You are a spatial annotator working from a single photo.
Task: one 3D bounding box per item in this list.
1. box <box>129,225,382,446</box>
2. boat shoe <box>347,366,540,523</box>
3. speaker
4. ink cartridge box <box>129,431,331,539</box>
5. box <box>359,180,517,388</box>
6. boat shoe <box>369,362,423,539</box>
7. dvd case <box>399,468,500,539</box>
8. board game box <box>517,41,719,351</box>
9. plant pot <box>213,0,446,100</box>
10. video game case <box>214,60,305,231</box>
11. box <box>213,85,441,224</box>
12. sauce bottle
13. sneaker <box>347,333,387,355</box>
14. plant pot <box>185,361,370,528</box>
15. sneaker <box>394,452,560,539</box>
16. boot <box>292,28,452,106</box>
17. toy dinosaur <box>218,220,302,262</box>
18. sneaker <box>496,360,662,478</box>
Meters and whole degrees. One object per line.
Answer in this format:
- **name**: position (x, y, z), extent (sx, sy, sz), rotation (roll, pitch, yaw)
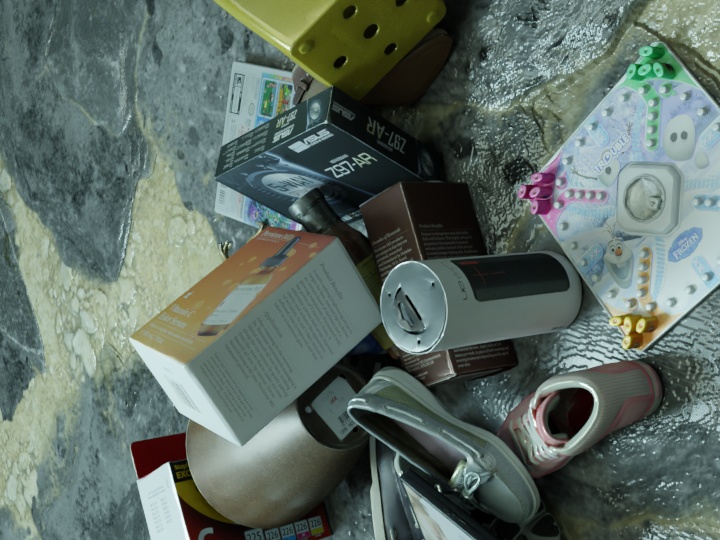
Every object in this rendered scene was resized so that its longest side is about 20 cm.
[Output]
- **box**: position (-0.106, 0.059, 1.060), extent (0.152, 0.200, 0.107), rotation (10, 136, 57)
- **boat shoe**: position (0.078, 0.175, 0.994), extent (0.202, 0.065, 0.075), rotation (40, 136, 12)
- **speaker**: position (0.112, 0.026, 0.947), extent (0.081, 0.199, 0.082), rotation (4, 96, 46)
- **ink cartridge box**: position (-0.156, 0.264, 1.249), extent (0.084, 0.199, 0.176), rotation (-32, 70, 42)
- **box**: position (0.078, 0.014, 1.058), extent (0.075, 0.100, 0.201), rotation (-24, 74, 45)
- **boat shoe**: position (0.042, 0.202, 1.155), extent (0.062, 0.073, 0.201), rotation (-3, 83, 4)
- **dvd case**: position (0.110, 0.288, 1.013), extent (0.142, 0.018, 0.201), rotation (32, 154, 40)
- **board game box**: position (0.250, -0.063, 0.923), extent (0.200, 0.026, 0.201), rotation (-51, 57, 36)
- **plant pot**: position (-0.034, -0.291, 1.045), extent (0.200, 0.200, 0.177), rotation (-42, 60, 13)
- **video game case**: position (-0.113, -0.151, 1.309), extent (0.182, 0.024, 0.201), rotation (21, 106, 44)
- **box**: position (-0.037, -0.112, 1.129), extent (0.199, 0.160, 0.044), rotation (-18, 55, 45)
- **sauce bottle**: position (0.000, 0.000, 1.119), extent (0.066, 0.066, 0.200), rotation (-37, 89, 42)
- **sneaker**: position (-0.053, 0.061, 1.209), extent (0.199, 0.089, 0.079), rotation (0, 92, 49)
- **plant pot**: position (-0.068, 0.170, 1.134), extent (0.200, 0.186, 0.188), rotation (-36, 66, 54)
- **sneaker**: position (0.122, 0.241, 1.060), extent (0.200, 0.081, 0.084), rotation (39, 163, 27)
- **boot**: position (-0.001, -0.231, 1.147), extent (0.200, 0.070, 0.147), rotation (-42, 55, 25)
- **toy dinosaur**: position (-0.135, 0.008, 1.293), extent (0.101, 0.058, 0.200), rotation (59, 135, 32)
- **sneaker**: position (0.172, 0.142, 0.963), extent (0.200, 0.104, 0.076), rotation (-39, 67, 42)
